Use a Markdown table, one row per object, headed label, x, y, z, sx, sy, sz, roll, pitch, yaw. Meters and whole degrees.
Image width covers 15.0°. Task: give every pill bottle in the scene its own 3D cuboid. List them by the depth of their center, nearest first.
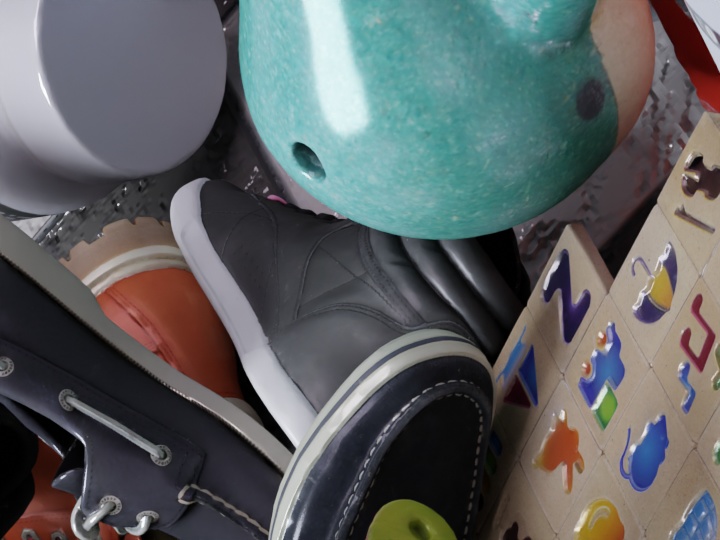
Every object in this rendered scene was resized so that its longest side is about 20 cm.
| label | x | y | z | sx | sy | sz | roll | pitch | yaw |
| --- | --- | --- | --- | --- | --- | --- | --- | --- | --- |
| pill bottle | -0.152 | -0.075 | 1.094 | 0.199 | 0.114 | 0.115 | -6 | 63 | 45 |

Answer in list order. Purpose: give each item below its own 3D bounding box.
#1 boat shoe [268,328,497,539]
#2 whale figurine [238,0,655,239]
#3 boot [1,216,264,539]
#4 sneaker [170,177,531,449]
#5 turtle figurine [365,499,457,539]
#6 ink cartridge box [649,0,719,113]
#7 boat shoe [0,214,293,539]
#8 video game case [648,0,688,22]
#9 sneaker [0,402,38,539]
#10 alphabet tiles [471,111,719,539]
| label | x | y | z | sx | sy | sz | roll | pitch | yaw |
| --- | --- | --- | --- | --- | --- | --- | --- | --- | --- |
| boat shoe | 0.002 | 0.115 | 0.830 | 0.062 | 0.074 | 0.201 | 32 | 105 | 46 |
| whale figurine | 0.002 | -0.092 | 0.794 | 0.159 | 0.201 | 0.104 | 22 | 61 | 45 |
| boot | -0.112 | 0.087 | 0.988 | 0.200 | 0.075 | 0.107 | -50 | 52 | 22 |
| sneaker | 0.000 | 0.000 | 0.927 | 0.099 | 0.071 | 0.200 | -35 | 28 | -1 |
| turtle figurine | 0.002 | 0.151 | 0.760 | 0.200 | 0.064 | 0.162 | 44 | 119 | 10 |
| ink cartridge box | 0.109 | -0.052 | 0.750 | 0.050 | 0.163 | 0.200 | -41 | 38 | -9 |
| boat shoe | -0.082 | 0.060 | 0.881 | 0.063 | 0.200 | 0.073 | -51 | 3 | -28 |
| video game case | 0.045 | -0.133 | 0.856 | 0.199 | 0.181 | 0.024 | -14 | 54 | 42 |
| sneaker | -0.152 | 0.052 | 0.942 | 0.087 | 0.074 | 0.201 | -12 | 48 | 7 |
| alphabet tiles | 0.077 | 0.063 | 0.783 | 0.201 | 0.007 | 0.168 | -64 | 32 | 31 |
